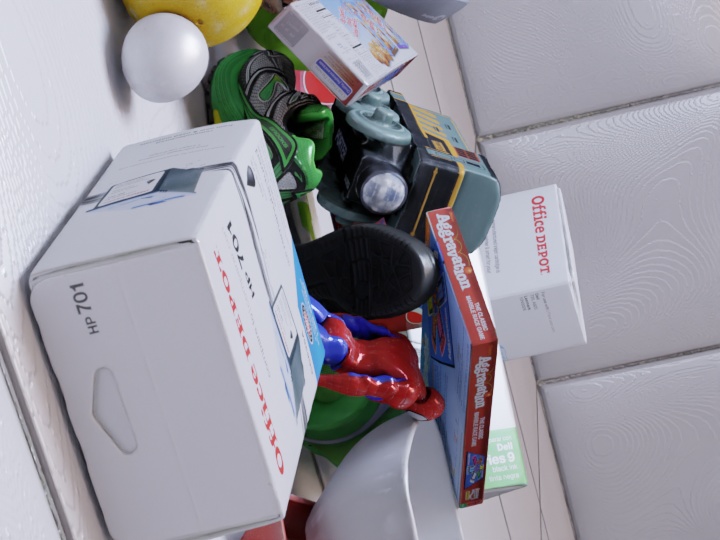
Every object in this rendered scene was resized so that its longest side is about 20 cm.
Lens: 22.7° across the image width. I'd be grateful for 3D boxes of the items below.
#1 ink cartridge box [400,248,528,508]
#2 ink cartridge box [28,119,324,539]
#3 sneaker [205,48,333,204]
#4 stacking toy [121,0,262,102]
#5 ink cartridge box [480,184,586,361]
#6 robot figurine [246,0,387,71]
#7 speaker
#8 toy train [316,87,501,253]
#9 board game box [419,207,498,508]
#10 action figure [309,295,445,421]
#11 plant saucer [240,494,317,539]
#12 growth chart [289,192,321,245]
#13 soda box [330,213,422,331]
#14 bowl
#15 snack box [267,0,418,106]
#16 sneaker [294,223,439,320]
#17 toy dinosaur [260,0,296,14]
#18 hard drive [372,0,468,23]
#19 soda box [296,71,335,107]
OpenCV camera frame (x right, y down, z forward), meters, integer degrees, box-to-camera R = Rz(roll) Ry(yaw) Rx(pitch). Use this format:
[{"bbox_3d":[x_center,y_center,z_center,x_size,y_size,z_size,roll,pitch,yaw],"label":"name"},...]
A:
[{"bbox_3d":[0.051,0.090,1.434,0.146,0.084,0.200,145,-63,-65],"label":"ink cartridge box"},{"bbox_3d":[-0.083,0.025,0.888,0.200,0.086,0.146,-81,157,-70],"label":"ink cartridge box"},{"bbox_3d":[-0.055,-0.092,1.203,0.200,0.085,0.078,-91,165,-58],"label":"sneaker"},{"bbox_3d":[-0.099,-0.180,1.048,0.146,0.146,0.200,66,34,-52],"label":"stacking toy"},{"bbox_3d":[0.097,0.013,1.625,0.145,0.200,0.084,-90,164,-51],"label":"ink cartridge box"},{"bbox_3d":[-0.040,-0.245,1.398,0.175,0.116,0.200,103,-15,-49],"label":"robot figurine"},{"bbox_3d":[-0.005,0.095,1.257,0.200,0.088,0.088,52,27,-70],"label":"speaker"},{"bbox_3d":[0.027,-0.074,1.235,0.200,0.114,0.085,-110,-141,-70],"label":"toy train"},{"bbox_3d":[0.061,0.060,1.149,0.200,0.019,0.103,89,-15,-55],"label":"board game box"},{"bbox_3d":[-0.026,0.038,1.061,0.200,0.052,0.065,31,29,-25],"label":"action figure"},{"bbox_3d":[-0.026,0.242,1.092,0.200,0.037,0.200,42,37,-73],"label":"plant saucer"},{"bbox_3d":[-0.047,-0.067,1.373,0.200,0.018,0.145,-86,165,-88],"label":"growth chart"},{"bbox_3d":[0.014,-0.042,1.347,0.200,0.070,0.063,-105,-174,-48],"label":"soda box"},{"bbox_3d":[0.024,0.197,1.113,0.200,0.075,0.200,-46,122,-79],"label":"bowl"},{"bbox_3d":[-0.008,-0.155,1.209,0.072,0.024,0.200,45,16,-1],"label":"snack box"},{"bbox_3d":[0.000,0.003,1.171,0.104,0.200,0.060,-4,88,-45],"label":"sneaker"},{"bbox_3d":[-0.067,-0.260,1.285,0.200,0.086,0.136,-70,150,-49],"label":"toy dinosaur"},{"bbox_3d":[0.025,-0.263,1.304,0.200,0.042,0.135,15,76,-59],"label":"hard drive"},{"bbox_3d":[-0.028,-0.189,1.565,0.070,0.063,0.200,35,43,-78],"label":"soda box"}]
